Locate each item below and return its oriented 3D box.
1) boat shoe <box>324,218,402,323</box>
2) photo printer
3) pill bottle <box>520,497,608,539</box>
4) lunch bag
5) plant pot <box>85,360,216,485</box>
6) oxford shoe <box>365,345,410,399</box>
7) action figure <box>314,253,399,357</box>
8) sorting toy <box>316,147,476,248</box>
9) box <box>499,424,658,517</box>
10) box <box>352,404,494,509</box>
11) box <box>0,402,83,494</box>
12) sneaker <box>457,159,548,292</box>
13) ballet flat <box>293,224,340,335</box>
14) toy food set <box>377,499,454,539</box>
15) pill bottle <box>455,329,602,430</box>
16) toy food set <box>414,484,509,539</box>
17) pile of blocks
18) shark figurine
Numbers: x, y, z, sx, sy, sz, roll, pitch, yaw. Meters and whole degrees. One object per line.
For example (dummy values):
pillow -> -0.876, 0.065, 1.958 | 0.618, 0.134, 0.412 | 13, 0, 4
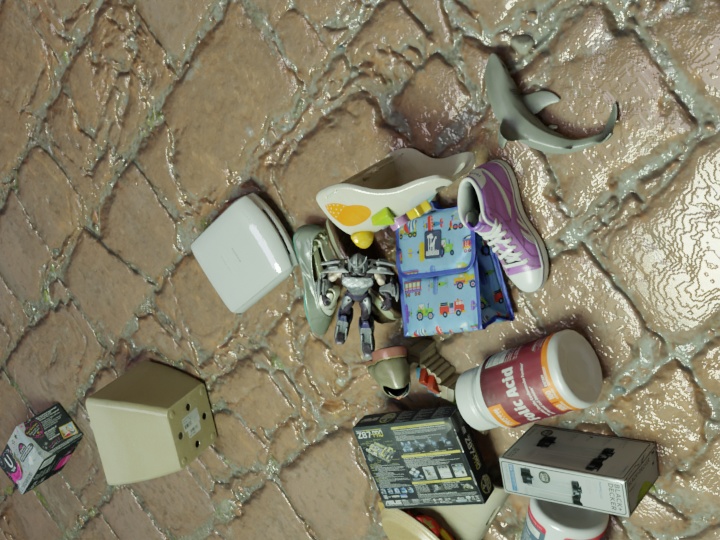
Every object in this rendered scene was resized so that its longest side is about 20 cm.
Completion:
boat shoe -> -0.004, 0.003, 1.535 | 0.075, 0.075, 0.203 | -35, 86, 49
photo printer -> -0.204, -0.034, 1.682 | 0.200, 0.069, 0.167 | -35, 86, 43
pill bottle -> 0.305, 0.436, 1.447 | 0.119, 0.119, 0.201 | 24, 123, 29
lunch bag -> 0.134, -0.009, 1.423 | 0.150, 0.094, 0.201 | -10, 90, 43
plant pot -> -0.417, 0.319, 1.941 | 0.176, 0.200, 0.201 | 0, 109, 28
oxford shoe -> 0.047, 0.174, 1.507 | 0.070, 0.200, 0.075 | -11, 75, 1
action figure -> -0.004, 0.045, 1.462 | 0.129, 0.070, 0.201 | 10, 138, 8
sorting toy -> 0.072, -0.120, 1.339 | 0.180, 0.200, 0.107 | -20, 100, 38
box -> 0.320, 0.290, 1.371 | 0.199, 0.117, 0.060 | 1, 110, 38
box -> 0.100, 0.308, 1.527 | 0.199, 0.049, 0.162 | -14, 106, 37
box -> -0.807, 0.447, 2.343 | 0.115, 0.132, 0.200 | 48, 131, 10
sneaker -> 0.192, -0.048, 1.325 | 0.072, 0.114, 0.201 | -20, 98, 41
ballet flat -> -0.067, 0.019, 1.599 | 0.063, 0.067, 0.201 | -1, 109, 31
toy food set -> 0.115, 0.479, 1.631 | 0.198, 0.049, 0.200 | 49, 155, -6
pill bottle -> 0.243, 0.168, 1.379 | 0.200, 0.114, 0.115 | -27, 92, 43
toy food set -> 0.148, 0.356, 1.588 | 0.200, 0.060, 0.144 | 32, 125, 15
pile of blocks -> 0.130, 0.196, 1.519 | 0.200, 0.062, 0.082 | 47, 131, 13
shark figurine -> 0.234, -0.187, 1.248 | 0.214, 0.089, 0.129 | 33, 128, 26
